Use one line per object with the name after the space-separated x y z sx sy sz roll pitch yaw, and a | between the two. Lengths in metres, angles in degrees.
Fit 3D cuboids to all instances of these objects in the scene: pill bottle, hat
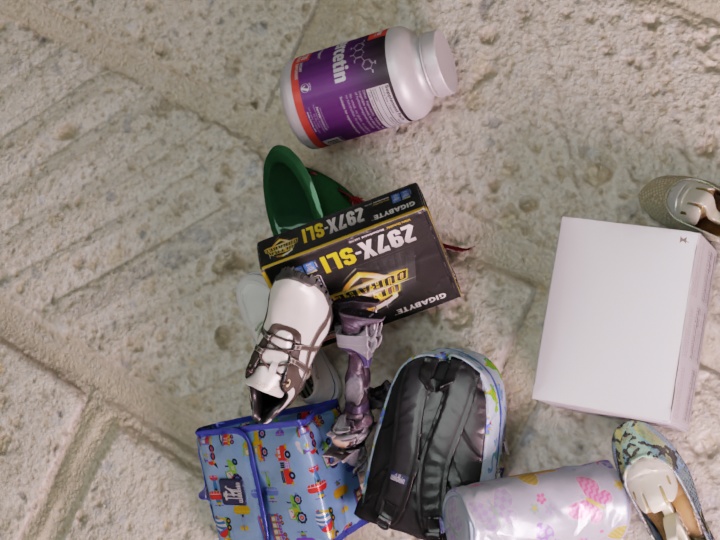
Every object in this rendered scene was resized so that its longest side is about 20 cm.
0.011 -0.222 1.790 0.198 0.112 0.114 -15 75 20 | pill bottle
-0.002 -0.073 1.808 0.174 0.166 0.202 -17 80 -23 | hat

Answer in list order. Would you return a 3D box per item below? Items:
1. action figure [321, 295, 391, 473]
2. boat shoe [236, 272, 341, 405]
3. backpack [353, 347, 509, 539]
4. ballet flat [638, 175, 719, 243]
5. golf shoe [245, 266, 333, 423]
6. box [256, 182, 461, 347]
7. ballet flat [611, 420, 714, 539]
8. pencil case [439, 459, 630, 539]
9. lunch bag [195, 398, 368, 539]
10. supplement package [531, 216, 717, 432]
-0.002 0.136 1.686 0.068 0.130 0.203 3 108 10 | action figure
-0.092 0.077 1.804 0.074 0.067 0.200 -44 67 10 | boat shoe
0.091 0.186 1.676 0.161 0.153 0.203 9 105 28 | backpack
0.392 -0.062 1.622 0.198 0.062 0.068 25 76 24 | ballet flat
-0.082 0.089 1.661 0.077 0.095 0.202 18 132 10 | golf shoe
0.000 0.000 1.707 0.198 0.161 0.050 -20 45 5 | box
0.320 0.251 1.555 0.074 0.074 0.202 -30 94 15 | ballet flat
0.186 0.260 1.590 0.197 0.083 0.092 -9 88 -18 | pencil case
-0.108 0.247 1.764 0.198 0.094 0.153 -12 95 32 | lunch bag
0.286 0.057 1.621 0.154 0.111 0.203 8 83 24 | supplement package
